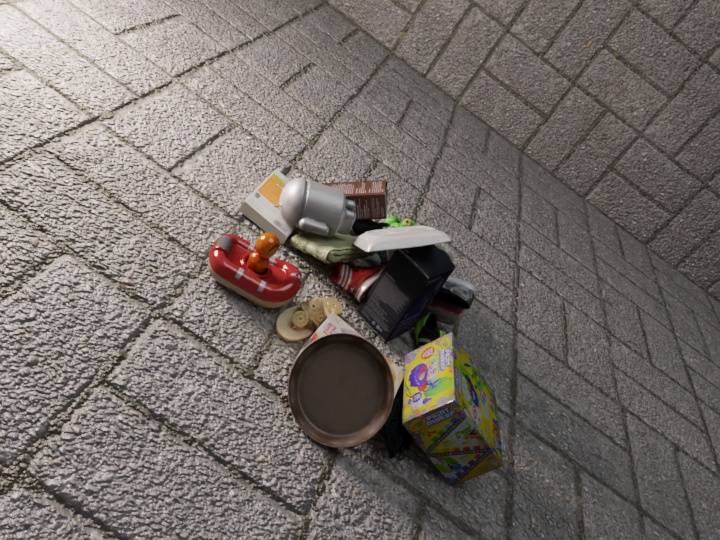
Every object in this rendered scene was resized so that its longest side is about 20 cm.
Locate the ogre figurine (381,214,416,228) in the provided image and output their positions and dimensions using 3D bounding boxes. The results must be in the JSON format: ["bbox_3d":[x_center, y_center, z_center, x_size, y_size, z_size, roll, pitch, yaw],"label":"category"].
[{"bbox_3d":[0.124,-0.087,1.885,0.119,0.097,0.204,26,43,-54],"label":"ogre figurine"}]

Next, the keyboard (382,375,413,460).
[{"bbox_3d":[0.092,0.290,1.336,0.200,0.039,0.107,-50,131,-62],"label":"keyboard"}]

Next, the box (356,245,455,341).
[{"bbox_3d":[0.106,0.043,1.575,0.104,0.202,0.147,43,31,18],"label":"box"}]

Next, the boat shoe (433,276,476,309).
[{"bbox_3d":[0.182,0.049,1.655,0.195,0.071,0.067,18,50,6],"label":"boat shoe"}]

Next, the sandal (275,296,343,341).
[{"bbox_3d":[-0.097,0.080,1.438,0.078,0.070,0.210,44,31,17],"label":"sandal"}]

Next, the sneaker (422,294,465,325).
[{"bbox_3d":[0.170,0.082,1.725,0.197,0.089,0.081,29,56,24],"label":"sneaker"}]

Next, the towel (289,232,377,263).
[{"bbox_3d":[-0.064,-0.062,1.647,0.146,0.037,0.198,24,22,35],"label":"towel"}]

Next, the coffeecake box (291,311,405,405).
[{"bbox_3d":[-0.019,0.194,1.351,0.199,0.074,0.154,39,22,1],"label":"coffeecake box"}]

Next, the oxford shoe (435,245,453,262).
[{"bbox_3d":[0.195,-0.020,1.682,0.074,0.201,0.058,34,71,13],"label":"oxford shoe"}]

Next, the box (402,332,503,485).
[{"bbox_3d":[0.184,0.275,1.366,0.194,0.120,0.202,53,23,-24],"label":"box"}]

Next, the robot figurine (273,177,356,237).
[{"bbox_3d":[-0.109,-0.150,1.614,0.195,0.114,0.172,15,38,-16],"label":"robot figurine"}]

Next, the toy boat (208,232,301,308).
[{"bbox_3d":[-0.206,-0.020,1.397,0.197,0.132,0.132,30,31,-13],"label":"toy boat"}]

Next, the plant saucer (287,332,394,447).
[{"bbox_3d":[-0.036,0.218,1.247,0.199,0.202,0.032,38,-8,2],"label":"plant saucer"}]

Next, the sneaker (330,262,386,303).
[{"bbox_3d":[0.000,0.000,1.648,0.114,0.079,0.200,35,20,8],"label":"sneaker"}]

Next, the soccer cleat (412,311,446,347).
[{"bbox_3d":[0.174,0.185,1.578,0.066,0.082,0.203,16,38,-31],"label":"soccer cleat"}]

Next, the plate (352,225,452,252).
[{"bbox_3d":[0.090,-0.076,1.541,0.194,0.033,0.199,-7,8,-9],"label":"plate"}]

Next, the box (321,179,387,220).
[{"bbox_3d":[-0.029,-0.177,1.736,0.194,0.077,0.101,0,27,4],"label":"box"}]

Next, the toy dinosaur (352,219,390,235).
[{"bbox_3d":[0.013,-0.111,1.782,0.100,0.079,0.200,17,12,-28],"label":"toy dinosaur"}]

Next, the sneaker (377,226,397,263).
[{"bbox_3d":[0.072,-0.052,1.734,0.090,0.201,0.078,32,69,26],"label":"sneaker"}]

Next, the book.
[{"bbox_3d":[-0.202,-0.158,1.674,0.133,0.048,0.201,39,31,-6],"label":"book"}]
